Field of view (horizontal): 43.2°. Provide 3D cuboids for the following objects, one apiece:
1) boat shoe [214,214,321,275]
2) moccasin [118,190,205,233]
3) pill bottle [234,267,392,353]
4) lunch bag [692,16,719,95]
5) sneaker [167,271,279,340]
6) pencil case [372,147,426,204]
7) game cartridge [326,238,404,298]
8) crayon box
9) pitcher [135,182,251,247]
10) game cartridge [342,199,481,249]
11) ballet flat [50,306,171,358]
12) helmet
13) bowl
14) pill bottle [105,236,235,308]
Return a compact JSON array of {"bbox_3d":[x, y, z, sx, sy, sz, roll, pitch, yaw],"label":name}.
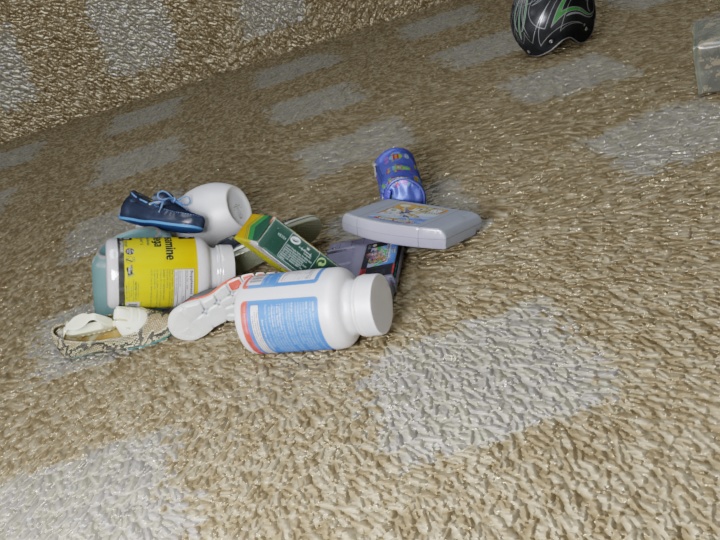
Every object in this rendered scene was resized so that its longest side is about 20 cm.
[{"bbox_3d":[-0.164,-0.054,1.568,0.199,0.075,0.062,-24,51,-4],"label":"boat shoe"},{"bbox_3d":[-0.355,-0.110,1.606,0.199,0.069,0.080,11,-7,31],"label":"moccasin"},{"bbox_3d":[-0.062,0.054,1.245,0.199,0.113,0.112,-5,27,24],"label":"pill bottle"},{"bbox_3d":[0.724,-0.430,1.739,0.163,0.118,0.200,-6,32,25],"label":"lunch bag"},{"bbox_3d":[-0.202,0.041,1.408,0.199,0.077,0.082,-17,18,-2],"label":"sneaker"},{"bbox_3d":[0.068,-0.161,1.641,0.086,0.078,0.200,7,24,-7],"label":"pencil case"},{"bbox_3d":[0.000,0.000,1.412,0.129,0.039,0.200,-15,25,15],"label":"game cartridge"},{"bbox_3d":[-0.118,-0.030,1.381,0.051,0.127,0.200,-55,19,-7],"label":"crayon box"},{"bbox_3d":[-0.296,-0.096,1.712,0.199,0.122,0.172,-18,10,26],"label":"pitcher"},{"bbox_3d":[0.077,-0.076,1.459,0.199,0.042,0.133,12,19,34],"label":"game cartridge"},{"bbox_3d":[-0.392,0.090,1.418,0.199,0.075,0.068,-11,49,10],"label":"ballet flat"},{"bbox_3d":[0.468,-0.638,2.262,0.190,0.201,0.200,-10,20,-28],"label":"helmet"},{"bbox_3d":[-0.383,-0.006,1.578,0.200,0.105,0.201,-13,25,6],"label":"bowl"},{"bbox_3d":[-0.306,0.002,1.460,0.199,0.113,0.112,-2,21,-17],"label":"pill bottle"}]
